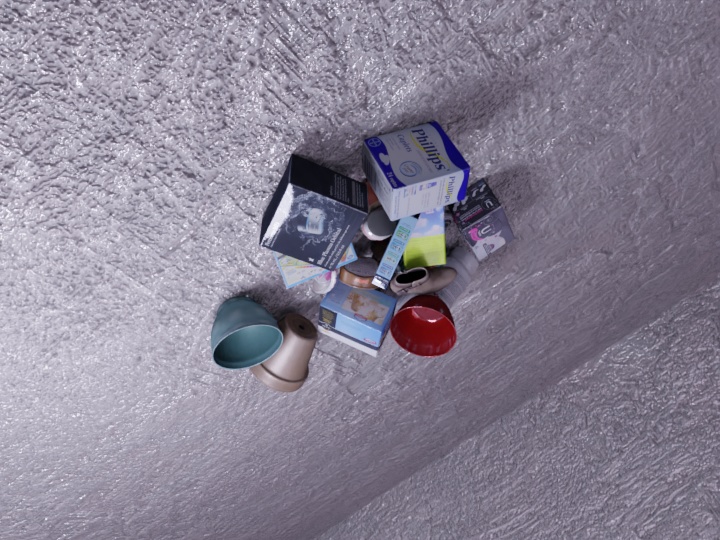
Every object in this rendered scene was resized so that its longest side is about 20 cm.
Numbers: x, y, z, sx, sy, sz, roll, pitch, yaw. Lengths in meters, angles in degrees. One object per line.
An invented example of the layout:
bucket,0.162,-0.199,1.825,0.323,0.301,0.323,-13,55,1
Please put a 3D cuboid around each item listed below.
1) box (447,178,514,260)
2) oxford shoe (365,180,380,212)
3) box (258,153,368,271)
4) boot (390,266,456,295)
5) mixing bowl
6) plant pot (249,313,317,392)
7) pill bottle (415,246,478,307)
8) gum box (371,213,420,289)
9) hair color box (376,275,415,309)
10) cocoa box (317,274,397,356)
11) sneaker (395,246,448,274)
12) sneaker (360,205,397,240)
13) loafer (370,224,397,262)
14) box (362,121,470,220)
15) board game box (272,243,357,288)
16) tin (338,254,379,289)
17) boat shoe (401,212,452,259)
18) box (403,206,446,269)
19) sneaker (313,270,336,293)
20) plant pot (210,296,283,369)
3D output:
box,0.348,-0.141,1.756,0.131,0.116,0.200,-32,145,8
oxford shoe,0.035,-0.194,1.541,0.197,0.072,0.074,-28,173,-2
box,-0.110,-0.129,1.413,0.197,0.119,0.198,19,129,-18
boot,0.179,0.021,1.699,0.196,0.071,0.146,-21,165,1
mixing bowl,0.192,0.145,1.782,0.196,0.109,0.203,10,132,12
plant pot,-0.215,0.226,1.798,0.198,0.201,0.176,11,123,-42
pill bottle,0.270,0.033,1.882,0.201,0.113,0.114,-50,146,-8
gum box,0.098,-0.075,1.553,0.044,0.170,0.203,24,114,2
hair color box,0.130,0.072,1.933,0.197,0.061,0.100,2,136,-36
cocoa box,-0.010,0.130,1.768,0.132,0.197,0.134,100,17,-50
sneaker,0.180,-0.038,1.787,0.198,0.080,0.096,-22,166,-38
sneaker,0.034,-0.108,1.563,0.104,0.076,0.200,-37,-174,30
loafer,0.067,-0.058,1.711,0.070,0.074,0.202,-11,142,-20
box,0.126,-0.237,1.424,0.196,0.186,0.106,-17,143,-14
board game box,-0.121,-0.056,1.553,0.197,0.034,0.137,-22,103,-6
tin,0.000,0.000,1.643,0.110,0.200,0.043,15,107,-5
boat shoe,0.183,-0.095,1.746,0.196,0.069,0.074,-25,146,-4
box,0.172,-0.107,1.671,0.119,0.048,0.204,-8,119,-3
sneaker,-0.109,-0.018,1.651,0.086,0.082,0.202,-3,133,-24
plant pot,-0.325,0.159,1.677,0.197,0.136,0.202,-17,145,-12
